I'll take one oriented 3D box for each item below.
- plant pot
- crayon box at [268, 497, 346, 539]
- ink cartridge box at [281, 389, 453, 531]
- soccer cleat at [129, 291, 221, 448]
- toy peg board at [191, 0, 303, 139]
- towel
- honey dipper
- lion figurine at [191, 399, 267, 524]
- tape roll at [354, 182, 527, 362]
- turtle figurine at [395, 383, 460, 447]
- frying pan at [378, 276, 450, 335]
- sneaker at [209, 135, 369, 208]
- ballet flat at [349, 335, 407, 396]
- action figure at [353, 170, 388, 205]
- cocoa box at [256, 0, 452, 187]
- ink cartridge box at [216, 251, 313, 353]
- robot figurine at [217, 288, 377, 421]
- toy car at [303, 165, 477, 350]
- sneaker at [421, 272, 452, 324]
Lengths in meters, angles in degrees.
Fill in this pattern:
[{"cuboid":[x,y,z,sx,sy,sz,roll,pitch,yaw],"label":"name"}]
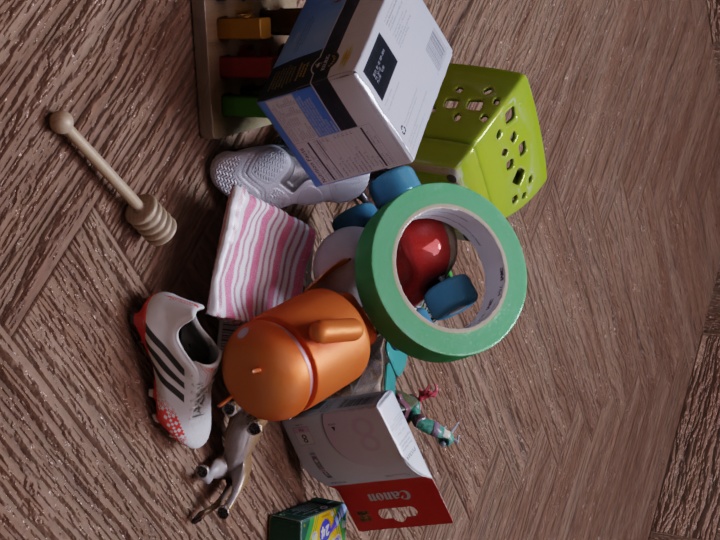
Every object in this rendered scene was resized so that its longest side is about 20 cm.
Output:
[{"cuboid":[0.129,-0.159,1.876,0.182,0.199,0.199,-55,142,-33],"label":"plant pot"},{"cuboid":[-0.072,0.409,1.732,0.126,0.051,0.201,-5,99,-63],"label":"crayon box"},{"cuboid":[0.008,0.253,1.680,0.057,0.162,0.201,-36,108,-50],"label":"ink cartridge box"},{"cuboid":[-0.183,0.112,1.418,0.069,0.085,0.201,-50,137,-49],"label":"soccer cleat"},{"cuboid":[-0.094,-0.261,1.513,0.200,0.097,0.200,-28,119,-60],"label":"toy peg board"},{"cuboid":[-0.106,-0.003,1.489,0.200,0.030,0.147,29,67,-65],"label":"towel"},{"cuboid":[-0.247,-0.091,1.313,0.200,0.038,0.038,52,50,-50],"label":"honey dipper"},{"cuboid":[-0.136,0.194,1.540,0.200,0.072,0.122,-60,176,14],"label":"lion figurine"},{"cuboid":[0.092,0.002,1.504,0.200,0.048,0.201,6,75,-23],"label":"tape roll"},{"cuboid":[0.042,0.217,1.840,0.200,0.149,0.101,-14,87,-53],"label":"turtle figurine"},{"cuboid":[0.052,0.051,1.785,0.115,0.031,0.190,-45,-178,-13],"label":"frying pan"},{"cuboid":[-0.097,-0.126,1.564,0.199,0.114,0.076,-1,116,-29],"label":"sneaker"},{"cuboid":[0.019,0.137,1.832,0.200,0.067,0.068,-66,140,-67],"label":"ballet flat"},{"cuboid":[0.031,-0.037,1.799,0.119,0.102,0.201,-30,122,-41],"label":"action figure"},{"cuboid":[-0.003,-0.213,1.452,0.134,0.131,0.200,54,39,-33],"label":"cocoa box"},{"cuboid":[-0.112,0.026,1.605,0.200,0.050,0.162,6,89,-76],"label":"ink cartridge box"},{"cuboid":[-0.068,0.090,1.436,0.200,0.143,0.117,-28,121,-46],"label":"robot figurine"},{"cuboid":[0.000,0.000,1.572,0.200,0.177,0.185,-14,73,-40],"label":"toy car"},{"cuboid":[0.092,0.037,1.953,0.078,0.085,0.201,-48,136,-50],"label":"sneaker"}]
